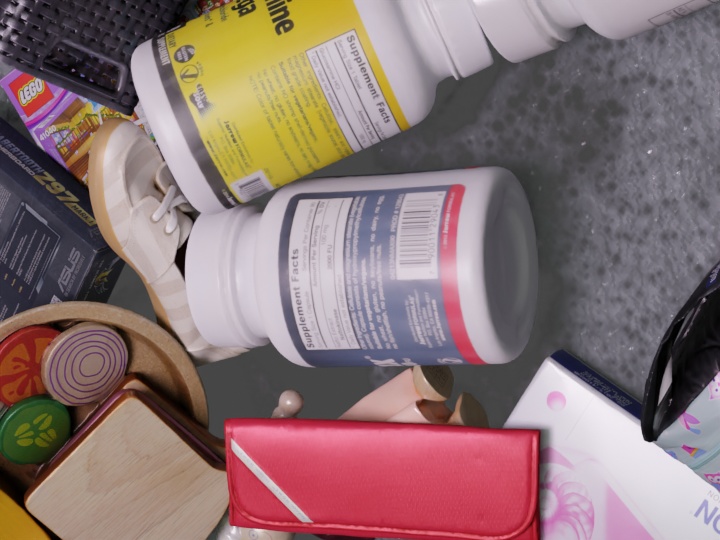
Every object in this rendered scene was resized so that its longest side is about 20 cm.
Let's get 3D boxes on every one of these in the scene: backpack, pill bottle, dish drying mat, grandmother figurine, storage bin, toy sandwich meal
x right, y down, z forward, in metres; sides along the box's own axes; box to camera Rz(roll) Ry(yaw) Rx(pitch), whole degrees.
[{"bbox_3d":[0.245,0.041,1.164,0.126,0.167,0.201,36,116,8],"label":"backpack"},{"bbox_3d":[0.160,-0.197,1.176,0.199,0.114,0.115,-22,90,23],"label":"pill bottle"},{"bbox_3d":[0.000,0.000,1.272,0.199,0.119,0.121,-2,98,23],"label":"pill bottle"},{"bbox_3d":[-0.027,-0.122,1.230,0.199,0.112,0.113,-24,89,4],"label":"pill bottle"},{"bbox_3d":[0.013,0.131,1.281,0.198,0.018,0.077,2,104,13],"label":"dish drying mat"},{"bbox_3d":[-0.017,0.130,1.332,0.200,0.061,0.122,-38,89,22],"label":"grandmother figurine"},{"bbox_3d":[-0.219,-0.187,1.287,0.200,0.135,0.094,32,97,36],"label":"storage bin"},{"bbox_3d":[-0.178,0.119,1.314,0.204,0.070,0.207,-6,112,-16],"label":"toy sandwich meal"}]

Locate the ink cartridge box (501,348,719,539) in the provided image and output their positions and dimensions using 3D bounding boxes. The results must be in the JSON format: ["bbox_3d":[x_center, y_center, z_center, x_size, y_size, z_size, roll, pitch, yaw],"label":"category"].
[{"bbox_3d":[0.150,0.185,1.285,0.196,0.043,0.201,34,108,13],"label":"ink cartridge box"}]

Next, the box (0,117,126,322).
[{"bbox_3d":[-0.253,0.011,1.391,0.157,0.051,0.201,38,120,17],"label":"box"}]

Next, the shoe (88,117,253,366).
[{"bbox_3d":[-0.117,-0.017,1.312,0.053,0.070,0.201,2,135,23],"label":"shoe"}]

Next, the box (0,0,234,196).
[{"bbox_3d":[-0.125,-0.121,1.346,0.199,0.039,0.137,-33,87,24],"label":"box"}]
